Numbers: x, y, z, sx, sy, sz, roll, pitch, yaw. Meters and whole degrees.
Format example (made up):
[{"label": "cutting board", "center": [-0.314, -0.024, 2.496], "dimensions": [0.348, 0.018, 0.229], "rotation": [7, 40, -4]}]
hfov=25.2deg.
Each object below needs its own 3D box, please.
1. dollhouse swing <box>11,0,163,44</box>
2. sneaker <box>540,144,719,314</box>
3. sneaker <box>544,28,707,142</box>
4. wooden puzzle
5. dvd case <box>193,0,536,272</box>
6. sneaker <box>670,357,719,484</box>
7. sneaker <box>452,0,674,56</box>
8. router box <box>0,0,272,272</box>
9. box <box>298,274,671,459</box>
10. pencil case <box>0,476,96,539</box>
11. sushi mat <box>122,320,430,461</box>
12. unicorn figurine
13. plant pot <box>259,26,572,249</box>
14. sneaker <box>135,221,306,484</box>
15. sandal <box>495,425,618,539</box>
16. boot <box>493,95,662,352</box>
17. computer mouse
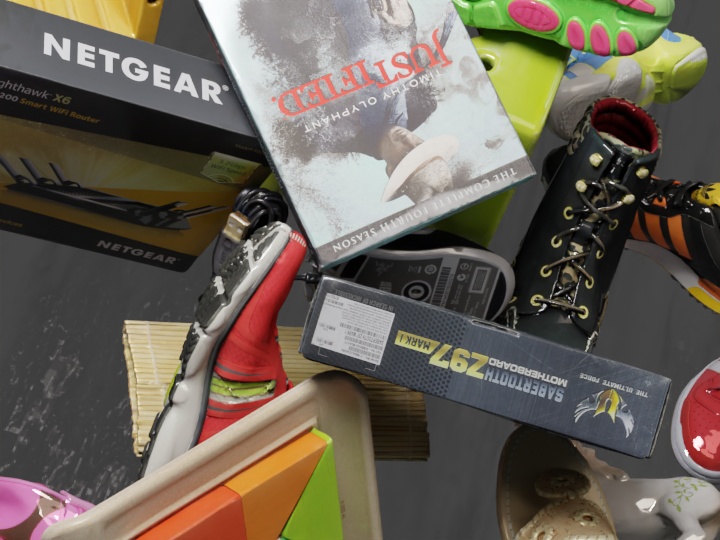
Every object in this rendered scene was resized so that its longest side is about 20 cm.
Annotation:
[{"label": "dollhouse swing", "center": [-0.215, -0.170, 1.057], "dimensions": [0.200, 0.182, 0.176], "rotation": [-6, 51, -26]}, {"label": "sneaker", "center": [0.233, -0.048, 1.193], "dimensions": [0.200, 0.090, 0.070], "rotation": [33, 53, 1]}, {"label": "sneaker", "center": [0.183, -0.163, 1.262], "dimensions": [0.200, 0.076, 0.105], "rotation": [-19, 56, -47]}, {"label": "wooden puzzle", "center": [-0.067, 0.172, 0.884], "dimensions": [0.200, 0.185, 0.037], "rotation": [-26, 36, -31]}, {"label": "dvd case", "center": [-0.001, -0.117, 0.960], "dimensions": [0.146, 0.022, 0.200], "rotation": [-23, 84, -11]}, {"label": "sneaker", "center": [0.296, 0.061, 1.133], "dimensions": [0.071, 0.113, 0.200], "rotation": [41, 53, 7]}, {"label": "sneaker", "center": [0.101, -0.190, 1.011], "dimensions": [0.200, 0.077, 0.084], "rotation": [25, 32, 11]}, {"label": "router box", "center": [-0.164, -0.077, 0.989], "dimensions": [0.200, 0.157, 0.052], "rotation": [13, 54, -27]}, {"label": "box", "center": [0.070, 0.055, 0.932], "dimensions": [0.200, 0.158, 0.051], "rotation": [17, 89, 3]}, {"label": "pencil case", "center": [-0.203, 0.202, 0.855], "dimensions": [0.091, 0.094, 0.200], "rotation": [35, 51, -21]}, {"label": "sushi mat", "center": [-0.053, 0.079, 1.044], "dimensions": [0.200, 0.012, 0.096], "rotation": [3, 57, -20]}, {"label": "unicorn figurine", "center": [0.162, 0.154, 1.037], "dimensions": [0.200, 0.074, 0.137], "rotation": [14, 44, 9]}, {"label": "plant pot", "center": [0.037, -0.132, 1.110], "dimensions": [0.181, 0.200, 0.199], "rotation": [21, 53, 1]}, {"label": "sneaker", "center": [-0.068, 0.066, 0.958], "dimensions": [0.085, 0.200, 0.077], "rotation": [21, 15, -10]}, {"label": "sandal", "center": [0.129, 0.176, 0.926], "dimensions": [0.078, 0.070, 0.212], "rotation": [10, 60, -18]}, {"label": "boot", "center": [0.142, -0.013, 1.066], "dimensions": [0.073, 0.154, 0.204], "rotation": [20, 34, 0]}, {"label": "computer mouse", "center": [0.000, 0.000, 1.038], "dimensions": [0.200, 0.110, 0.044], "rotation": [6, 36, -14]}]
